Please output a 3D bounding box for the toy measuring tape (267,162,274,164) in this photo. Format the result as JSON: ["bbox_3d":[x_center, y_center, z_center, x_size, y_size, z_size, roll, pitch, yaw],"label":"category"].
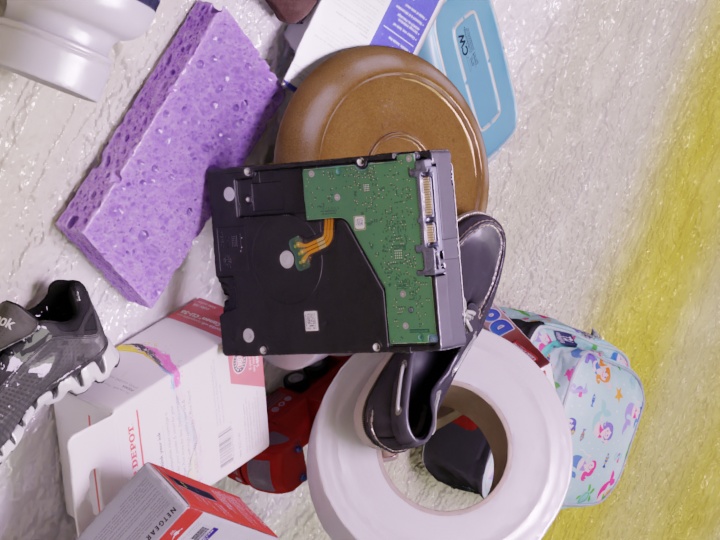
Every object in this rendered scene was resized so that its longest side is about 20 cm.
[{"bbox_3d":[-0.004,-0.096,1.743,0.200,0.073,0.074,-22,122,-46],"label":"toy measuring tape"}]

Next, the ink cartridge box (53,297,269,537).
[{"bbox_3d":[-0.159,0.117,1.646,0.200,0.067,0.117,-32,129,-42],"label":"ink cartridge box"}]

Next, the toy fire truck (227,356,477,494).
[{"bbox_3d":[-0.001,0.120,1.789,0.200,0.141,0.049,-38,133,-36],"label":"toy fire truck"}]

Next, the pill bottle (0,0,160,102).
[{"bbox_3d":[-0.173,-0.216,1.439,0.111,0.111,0.201,21,89,-54],"label":"pill bottle"}]

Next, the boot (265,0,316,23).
[{"bbox_3d":[-0.054,-0.293,1.615,0.166,0.072,0.201,30,80,-65],"label":"boot"}]

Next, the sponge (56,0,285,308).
[{"bbox_3d":[-0.134,-0.084,1.619,0.201,0.030,0.112,-60,143,-16],"label":"sponge"}]

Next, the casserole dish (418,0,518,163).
[{"bbox_3d":[0.081,-0.163,1.822,0.121,0.039,0.201,-45,127,-43],"label":"casserole dish"}]

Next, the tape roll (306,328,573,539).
[{"bbox_3d":[0.060,0.142,1.710,0.203,0.202,0.071,-56,176,-18],"label":"tape roll"}]

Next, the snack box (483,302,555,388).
[{"bbox_3d":[0.102,0.051,1.846,0.024,0.200,0.072,-27,133,-14],"label":"snack box"}]

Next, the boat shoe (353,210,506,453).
[{"bbox_3d":[0.066,0.047,1.658,0.073,0.063,0.201,36,73,-28],"label":"boat shoe"}]

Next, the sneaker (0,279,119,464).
[{"bbox_3d":[-0.247,0.069,1.518,0.200,0.066,0.091,-39,131,-41],"label":"sneaker"}]

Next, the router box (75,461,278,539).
[{"bbox_3d":[-0.170,0.239,1.619,0.200,0.049,0.179,-48,157,3],"label":"router box"}]

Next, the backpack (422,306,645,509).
[{"bbox_3d":[0.167,0.131,2.016,0.200,0.150,0.178,18,90,-58],"label":"backpack"}]

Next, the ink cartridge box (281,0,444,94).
[{"bbox_3d":[0.009,-0.207,1.713,0.099,0.039,0.201,33,78,-30],"label":"ink cartridge box"}]

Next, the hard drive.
[{"bbox_3d":[-0.019,-0.011,1.584,0.038,0.199,0.141,-9,94,-52],"label":"hard drive"}]

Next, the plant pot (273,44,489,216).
[{"bbox_3d":[0.024,-0.072,1.683,0.199,0.027,0.201,2,86,-35],"label":"plant pot"}]

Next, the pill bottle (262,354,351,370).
[{"bbox_3d":[0.000,0.000,1.757,0.200,0.115,0.116,-27,126,-43],"label":"pill bottle"}]
